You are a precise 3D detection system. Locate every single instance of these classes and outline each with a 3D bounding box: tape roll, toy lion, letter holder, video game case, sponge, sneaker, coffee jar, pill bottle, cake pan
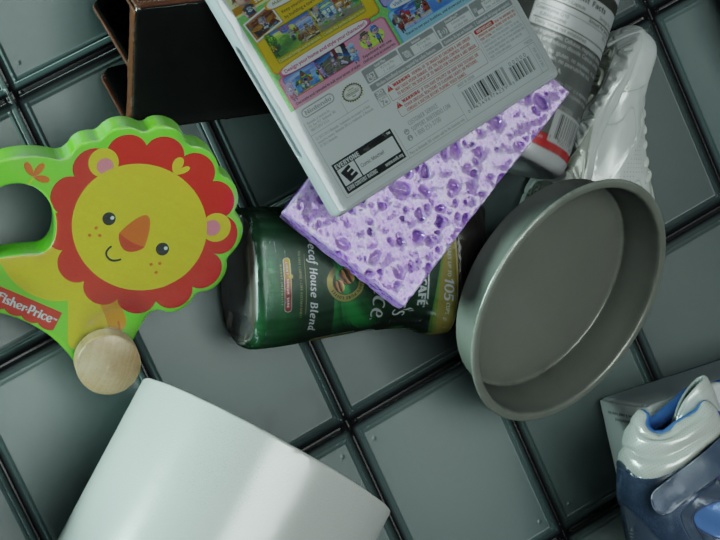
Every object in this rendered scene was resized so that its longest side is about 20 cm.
[{"bbox_3d":[-0.097,0.183,1.670,0.202,0.202,0.140,32,80,-20],"label":"tape roll"},{"bbox_3d":[-0.190,-0.026,1.664,0.199,0.069,0.192,24,104,-21],"label":"toy lion"},{"bbox_3d":[-0.092,-0.190,1.724,0.199,0.142,0.101,-9,127,-21],"label":"letter holder"},{"bbox_3d":[0.016,-0.165,1.659,0.199,0.022,0.183,-33,97,-19],"label":"video game case"},{"bbox_3d":[0.046,-0.083,1.708,0.111,0.030,0.200,39,82,-4],"label":"sponge"},{"bbox_3d":[0.193,-0.089,1.856,0.099,0.078,0.201,21,93,-28],"label":"sneaker"},{"bbox_3d":[0.000,0.000,1.766,0.199,0.085,0.105,-5,94,-23],"label":"coffee jar"},{"bbox_3d":[0.288,0.151,1.801,0.199,0.081,0.148,-5,98,-14],"label":"sneaker"},{"bbox_3d":[0.129,-0.180,1.798,0.113,0.114,0.201,20,84,-22],"label":"pill bottle"},{"bbox_3d":[0.146,0.016,1.783,0.200,0.037,0.201,-26,133,-31],"label":"cake pan"}]

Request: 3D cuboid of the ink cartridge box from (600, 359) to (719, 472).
[{"bbox_3d":[0.289,0.180,1.893,0.146,0.086,0.201,-16,96,-21],"label":"ink cartridge box"}]
